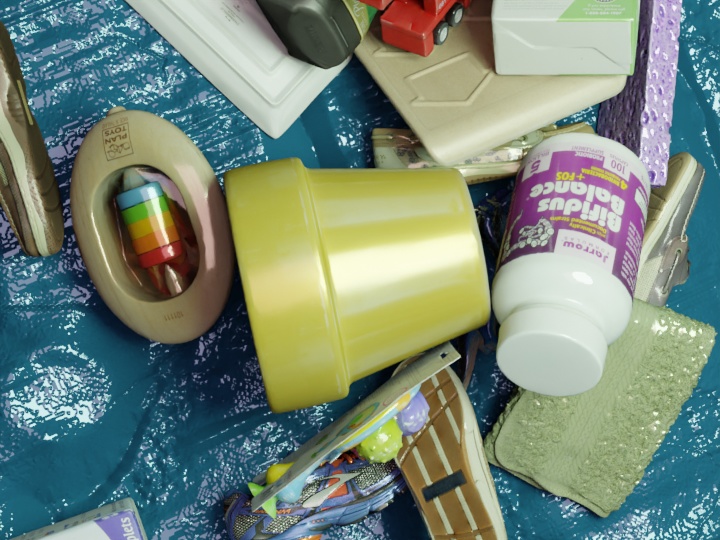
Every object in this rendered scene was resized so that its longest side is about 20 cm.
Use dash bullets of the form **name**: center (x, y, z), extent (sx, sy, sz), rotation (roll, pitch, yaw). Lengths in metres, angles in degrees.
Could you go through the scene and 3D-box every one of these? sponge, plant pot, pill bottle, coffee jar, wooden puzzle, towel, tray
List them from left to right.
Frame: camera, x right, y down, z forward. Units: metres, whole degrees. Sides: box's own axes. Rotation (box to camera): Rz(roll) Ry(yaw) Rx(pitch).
- **tray**: center (-0.110, -0.219, 1.382), extent (0.200, 0.022, 0.107), rotation (43, 81, -6)
- **coffee jar**: center (-0.006, -0.271, 1.347), extent (0.085, 0.104, 0.200), rotation (24, 72, 31)
- **plant pot**: center (0.000, 0.000, 1.293), extent (0.188, 0.201, 0.202), rotation (-11, 90, -3)
- **wooden puzzle**: center (0.100, -0.183, 1.373), extent (0.185, 0.046, 0.200), rotation (-24, 55, -11)
- **pill bottle**: center (0.165, -0.004, 1.281), extent (0.112, 0.112, 0.200), rotation (22, 52, -9)
- **towel**: center (0.206, 0.110, 1.387), extent (0.148, 0.037, 0.200), rotation (23, 109, -11)
- **sponge**: center (0.240, -0.168, 1.396), extent (0.030, 0.112, 0.201), rotation (6, 87, -12)

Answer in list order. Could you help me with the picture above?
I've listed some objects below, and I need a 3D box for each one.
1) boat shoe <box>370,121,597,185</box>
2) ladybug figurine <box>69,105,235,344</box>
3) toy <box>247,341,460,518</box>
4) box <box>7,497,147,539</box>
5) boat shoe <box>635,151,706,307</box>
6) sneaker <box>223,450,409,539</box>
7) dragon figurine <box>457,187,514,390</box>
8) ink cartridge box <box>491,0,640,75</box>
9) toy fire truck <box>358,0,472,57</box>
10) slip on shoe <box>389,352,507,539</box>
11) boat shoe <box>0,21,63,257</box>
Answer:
- **boat shoe**: center (0.109, -0.109, 1.391), extent (0.199, 0.073, 0.063), rotation (-11, 93, -10)
- **ladybug figurine**: center (-0.166, -0.040, 1.330), extent (0.135, 0.072, 0.201), rotation (-14, 94, 18)
- **toy**: center (0.003, 0.134, 1.287), extent (0.200, 0.115, 0.047), rotation (-33, 96, 0)
- **box**: center (-0.249, 0.305, 1.299), extent (0.199, 0.105, 0.185), rotation (-19, 91, -10)
- **boat shoe**: center (0.257, -0.005, 1.419), extent (0.065, 0.072, 0.201), rotation (26, 88, -13)
- **sneaker**: center (-0.028, 0.180, 1.360), extent (0.200, 0.075, 0.079), rotation (-28, 90, -11)
- **dragon figurine**: center (0.100, 0.020, 1.392), extent (0.099, 0.059, 0.200), rotation (38, 85, -6)
- **ink cartridge box**: center (0.177, -0.257, 1.347), extent (0.117, 0.067, 0.201), rotation (2, 54, 12)
- **toy fire truck**: center (0.054, -0.255, 1.314), extent (0.049, 0.141, 0.200), rotation (25, 60, 22)
- **slip on shoe**: center (0.075, 0.166, 1.325), extent (0.076, 0.061, 0.201), rotation (-26, 63, 8)
- **boat shoe**: center (-0.303, -0.103, 1.326), extent (0.075, 0.075, 0.203), rotation (-17, 85, 4)
